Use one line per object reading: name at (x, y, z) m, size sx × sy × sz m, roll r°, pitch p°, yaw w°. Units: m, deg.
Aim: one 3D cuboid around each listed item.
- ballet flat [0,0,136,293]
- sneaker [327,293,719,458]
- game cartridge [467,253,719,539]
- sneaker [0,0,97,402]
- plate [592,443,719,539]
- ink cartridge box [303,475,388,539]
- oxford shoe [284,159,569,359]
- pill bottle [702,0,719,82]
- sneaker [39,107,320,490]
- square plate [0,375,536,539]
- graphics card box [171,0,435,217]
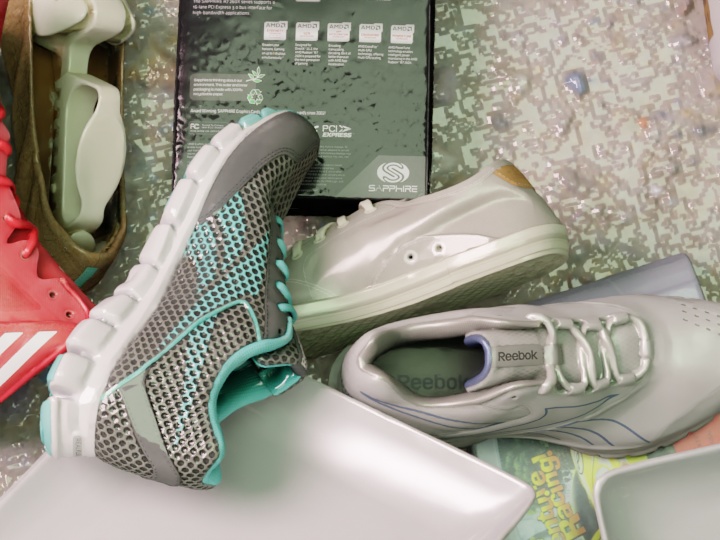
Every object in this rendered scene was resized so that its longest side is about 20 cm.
ballet flat at (-0.136, -0.088, 1.217) m, size 0.068 × 0.072 × 0.201 m, roll 6°, pitch 78°, yaw -32°
sneaker at (0.085, 0.047, 1.153) m, size 0.199 × 0.087 × 0.075 m, roll -8°, pitch 78°, yaw -2°
game cartridge at (0.124, 0.105, 1.204) m, size 0.133 × 0.041 × 0.201 m, roll -19°, pitch 80°, yaw 1°
sneaker at (-0.162, -0.029, 1.137) m, size 0.115 × 0.078 × 0.201 m, roll 18°, pitch 91°, yaw -9°
plate at (0.209, 0.164, 1.160) m, size 0.199 × 0.032 × 0.200 m, roll -14°, pitch 94°, yaw -15°
ink cartridge box at (-0.003, 0.201, 1.117) m, size 0.200 × 0.088 × 0.145 m, roll -38°, pitch 73°, yaw -27°
oxford shoe at (0.000, 0.000, 1.190) m, size 0.199 × 0.075 × 0.058 m, roll -21°, pitch 78°, yaw 18°
pill bottle at (0.211, -0.192, 1.215) m, size 0.114 × 0.114 × 0.201 m, roll -6°, pitch 80°, yaw -1°
sneaker at (-0.058, 0.017, 1.133) m, size 0.091 × 0.078 × 0.200 m, roll 25°, pitch 63°, yaw 11°
square plate at (-0.059, 0.125, 1.090) m, size 0.200 × 0.028 × 0.198 m, roll 25°, pitch 52°, yaw 27°
graphics card box at (-0.026, -0.126, 1.238) m, size 0.125 × 0.051 × 0.201 m, roll 1°, pitch 79°, yaw 0°
